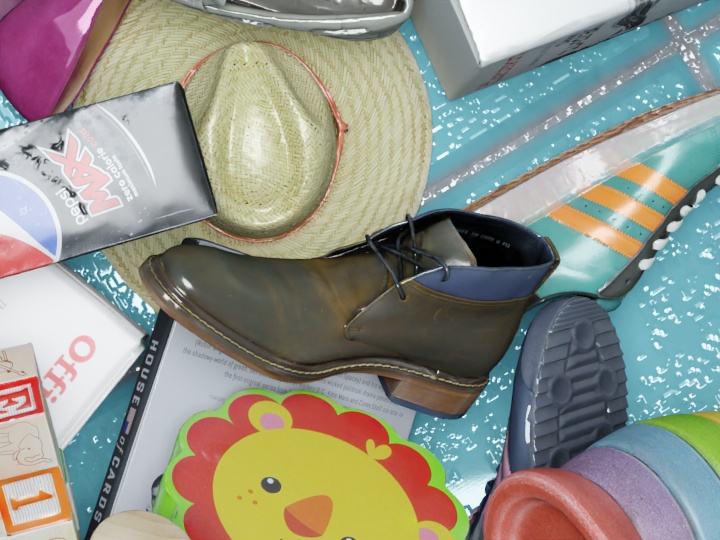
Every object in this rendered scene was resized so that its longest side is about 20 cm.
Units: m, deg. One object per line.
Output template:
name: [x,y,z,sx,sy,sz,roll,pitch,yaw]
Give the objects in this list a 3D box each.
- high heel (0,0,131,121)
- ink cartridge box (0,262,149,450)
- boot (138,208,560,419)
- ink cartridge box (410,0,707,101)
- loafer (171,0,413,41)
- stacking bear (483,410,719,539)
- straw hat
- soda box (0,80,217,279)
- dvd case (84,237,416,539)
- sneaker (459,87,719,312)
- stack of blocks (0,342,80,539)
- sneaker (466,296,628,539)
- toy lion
high heel: [-0.098,-0.152,0.858,0.200,0.067,0.096,-30,78,10]
ink cartridge box: [-0.223,0.027,0.841,0.200,0.083,0.147,40,86,-3]
boot: [0.000,0.000,0.787,0.200,0.075,0.097,17,120,-40]
ink cartridge box: [0.123,-0.160,0.837,0.200,0.144,0.084,-21,90,-3]
loafer: [-0.068,-0.154,0.802,0.199,0.070,0.070,12,100,-15]
stacking bear: [0.166,0.116,0.792,0.200,0.121,0.114,-16,81,-29]
straw hat: [-0.051,-0.064,0.853,0.200,0.085,0.202,0,89,-4]
soda box: [-0.167,-0.027,0.769,0.199,0.071,0.064,-17,94,-7]
dvd case: [-0.051,0.100,0.849,0.150,0.025,0.201,20,87,-32]
sneaker: [0.130,-0.027,0.878,0.200,0.071,0.080,-27,95,1]
stack of blocks: [-0.189,0.070,0.730,0.115,0.059,0.200,-14,120,-9]
sneaker: [0.081,0.110,0.855,0.070,0.082,0.201,2,94,-38]
toy lion: [-0.017,0.140,0.749,0.200,0.069,0.192,40,42,20]
